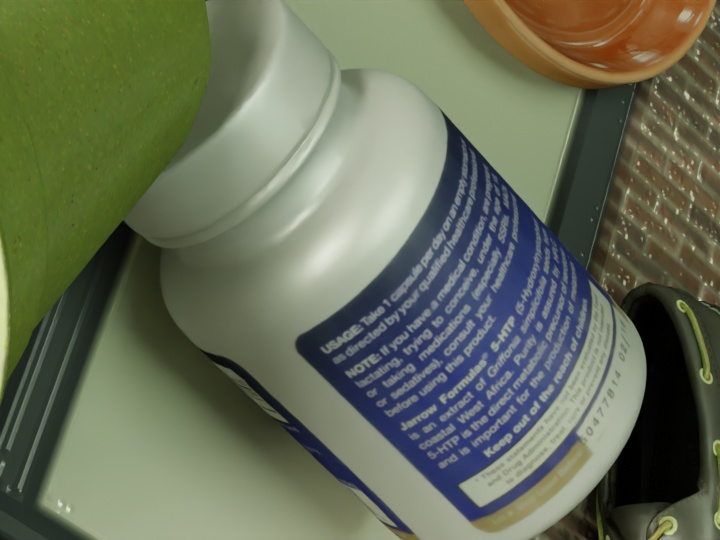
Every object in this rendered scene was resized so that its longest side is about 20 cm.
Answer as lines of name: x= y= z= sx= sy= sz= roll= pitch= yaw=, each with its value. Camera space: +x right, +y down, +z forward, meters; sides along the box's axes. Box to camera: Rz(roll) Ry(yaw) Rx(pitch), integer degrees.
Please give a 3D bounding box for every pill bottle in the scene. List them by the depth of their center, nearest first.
pill bottle: x=0.000 y=0.000 z=0.930 sx=0.200 sy=0.119 sz=0.120 roll=46 pitch=53 yaw=-31

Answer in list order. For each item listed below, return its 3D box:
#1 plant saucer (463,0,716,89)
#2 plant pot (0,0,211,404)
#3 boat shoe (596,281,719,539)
plant saucer: x=0.085 y=-0.175 z=1.119 sx=0.200 sy=0.032 sz=0.201 roll=12 pitch=73 yaw=-45
plant pot: x=-0.140 y=-0.047 z=0.769 sx=0.190 sy=0.199 sz=0.201 roll=-43 pitch=114 yaw=-56
boat shoe: x=0.126 y=0.103 z=1.081 sx=0.060 sy=0.072 sz=0.202 roll=26 pitch=57 yaw=-36
